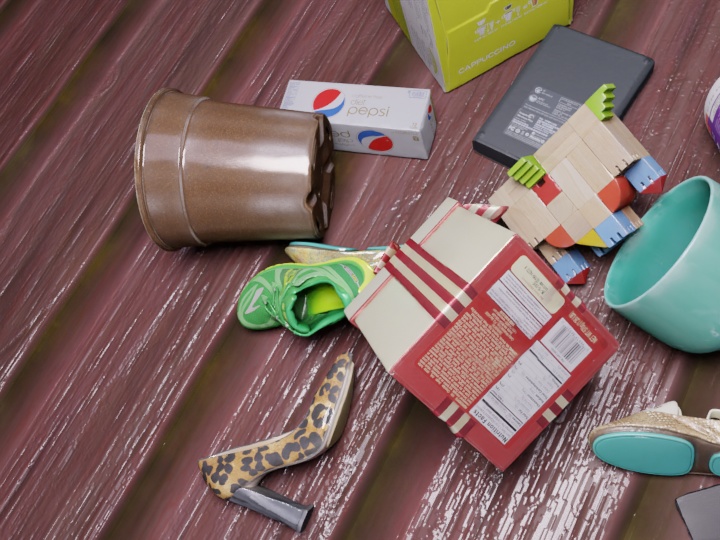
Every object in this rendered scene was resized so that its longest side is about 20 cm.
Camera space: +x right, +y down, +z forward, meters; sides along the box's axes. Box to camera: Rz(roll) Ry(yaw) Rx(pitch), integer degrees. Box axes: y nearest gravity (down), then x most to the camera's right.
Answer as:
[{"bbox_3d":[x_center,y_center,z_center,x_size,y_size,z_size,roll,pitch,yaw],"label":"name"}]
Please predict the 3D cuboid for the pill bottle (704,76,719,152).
[{"bbox_3d":[0.422,-0.127,0.655,0.110,0.112,0.201,-2,38,14],"label":"pill bottle"}]

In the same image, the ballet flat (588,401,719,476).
[{"bbox_3d":[0.325,0.163,0.638,0.198,0.071,0.065,6,41,17],"label":"ballet flat"}]

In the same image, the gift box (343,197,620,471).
[{"bbox_3d":[0.120,0.045,0.646,0.200,0.185,0.187,-43,21,-1],"label":"gift box"}]

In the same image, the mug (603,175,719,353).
[{"bbox_3d":[0.340,-0.010,0.649,0.114,0.152,0.186,33,70,-1],"label":"mug"}]

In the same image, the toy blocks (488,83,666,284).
[{"bbox_3d":[0.236,-0.074,0.700,0.137,0.100,0.200,55,131,15],"label":"toy blocks"}]

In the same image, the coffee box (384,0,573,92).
[{"bbox_3d":[0.137,-0.394,0.837,0.199,0.200,0.199,-29,64,2],"label":"coffee box"}]

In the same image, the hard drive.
[{"bbox_3d":[0.251,-0.205,0.820,0.139,0.033,0.201,31,79,24],"label":"hard drive"}]

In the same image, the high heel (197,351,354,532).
[{"bbox_3d":[-0.093,0.168,0.732,0.142,0.071,0.201,19,83,15],"label":"high heel"}]

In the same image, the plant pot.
[{"bbox_3d":[-0.139,-0.119,0.809,0.196,0.201,0.202,3,68,8],"label":"plant pot"}]

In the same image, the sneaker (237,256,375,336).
[{"bbox_3d":[-0.075,0.032,0.752,0.199,0.084,0.075,-15,105,34],"label":"sneaker"}]

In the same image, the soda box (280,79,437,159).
[{"bbox_3d":[-0.004,-0.199,0.866,0.198,0.068,0.064,10,71,19],"label":"soda box"}]

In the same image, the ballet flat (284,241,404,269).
[{"bbox_3d":[0.000,0.000,0.788,0.198,0.071,0.071,2,68,16],"label":"ballet flat"}]

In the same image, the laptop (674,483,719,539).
[{"bbox_3d":[0.398,0.262,0.547,0.176,0.103,0.201,-18,64,6],"label":"laptop"}]
